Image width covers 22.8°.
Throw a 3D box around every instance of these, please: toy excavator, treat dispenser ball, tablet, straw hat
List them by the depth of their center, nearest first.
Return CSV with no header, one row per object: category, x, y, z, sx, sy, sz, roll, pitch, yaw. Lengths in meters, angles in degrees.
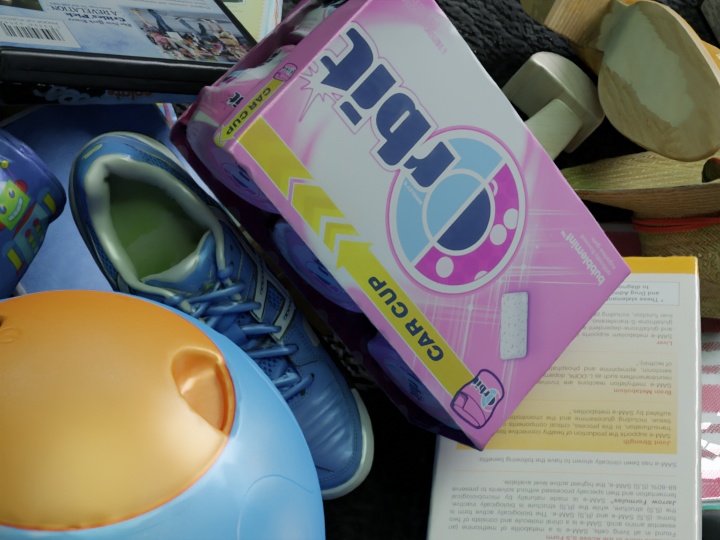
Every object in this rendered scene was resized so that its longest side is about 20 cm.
treat dispenser ball,-0.113,0.108,0.717,0.199,0.201,0.202,11,51,-13
tablet,-0.112,0.000,0.898,0.130,0.014,0.201,-32,85,-35
straw hat,0.201,-0.019,0.978,0.200,0.201,0.086,-13,101,-29
toy excavator,0.044,-0.071,1.006,0.199,0.100,0.195,26,46,-20

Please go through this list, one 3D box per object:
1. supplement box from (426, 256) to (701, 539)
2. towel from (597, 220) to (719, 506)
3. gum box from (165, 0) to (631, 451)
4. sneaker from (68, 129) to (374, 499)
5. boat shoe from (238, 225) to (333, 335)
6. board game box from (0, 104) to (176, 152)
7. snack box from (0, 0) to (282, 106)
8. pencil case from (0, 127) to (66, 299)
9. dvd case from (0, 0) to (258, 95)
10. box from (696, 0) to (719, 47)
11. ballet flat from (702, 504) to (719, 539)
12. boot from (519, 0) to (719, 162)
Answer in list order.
supplement box,0.102,0.094,0.861,0.125,0.074,0.201,0,55,12
towel,0.139,0.056,0.977,0.145,0.030,0.201,1,52,-20
gum box,0.018,-0.032,0.795,0.114,0.066,0.200,-47,117,-15
sneaker,-0.068,0.024,0.801,0.076,0.077,0.200,-40,90,-2
boat shoe,0.000,0.000,0.868,0.199,0.072,0.076,-30,56,-10
board game box,-0.167,-0.087,0.953,0.157,0.039,0.201,-6,57,-26
snack box,-0.142,-0.131,0.935,0.198,0.037,0.117,0,38,3
pencil case,-0.212,0.025,0.797,0.078,0.086,0.201,46,61,-34
dvd case,-0.139,-0.140,0.863,0.142,0.018,0.200,1,33,-33
box,0.332,-0.122,1.175,0.157,0.048,0.201,-5,57,-26
ballet flat,0.249,0.179,0.896,0.199,0.073,0.073,21,49,-9
boot,0.192,-0.112,1.051,0.143,0.071,0.201,18,23,-39
